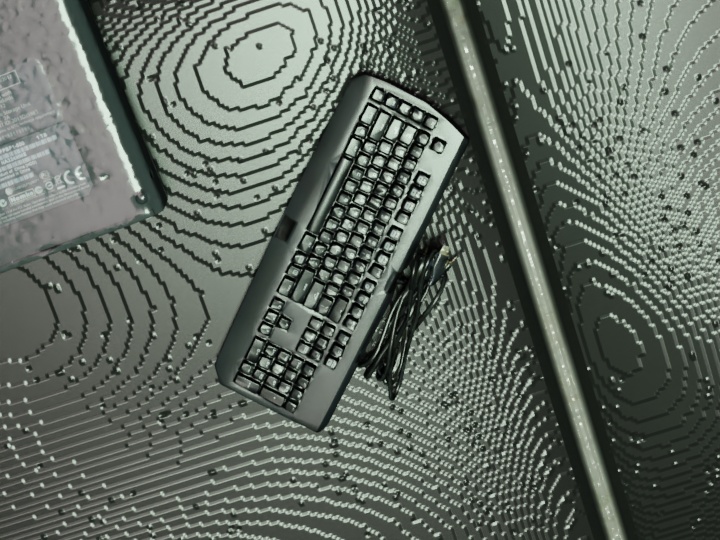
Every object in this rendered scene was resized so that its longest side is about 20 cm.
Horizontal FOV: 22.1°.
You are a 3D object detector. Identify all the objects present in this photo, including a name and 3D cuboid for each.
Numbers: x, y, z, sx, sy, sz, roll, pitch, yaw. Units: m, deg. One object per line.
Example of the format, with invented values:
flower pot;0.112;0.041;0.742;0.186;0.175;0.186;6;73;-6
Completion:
keyboard;0.000;0.000;1.027;0.103;0.040;0.201;24;107;-6
hard drive;-0.206;-0.103;0.999;0.138;0.033;0.201;-19;106;6
